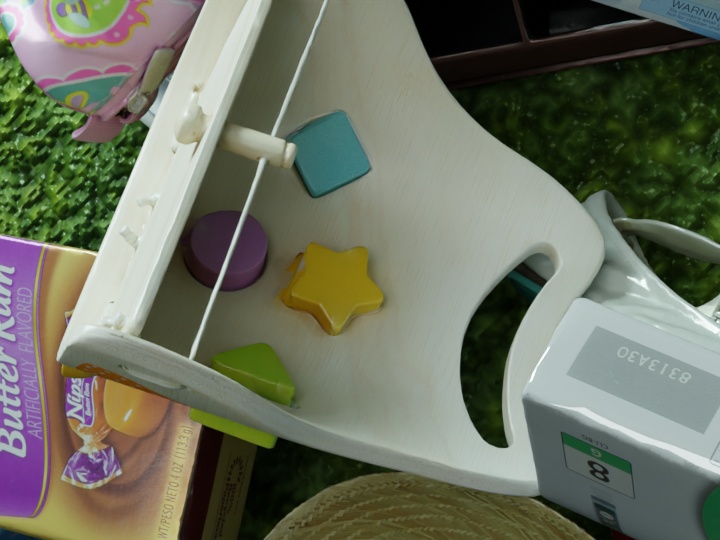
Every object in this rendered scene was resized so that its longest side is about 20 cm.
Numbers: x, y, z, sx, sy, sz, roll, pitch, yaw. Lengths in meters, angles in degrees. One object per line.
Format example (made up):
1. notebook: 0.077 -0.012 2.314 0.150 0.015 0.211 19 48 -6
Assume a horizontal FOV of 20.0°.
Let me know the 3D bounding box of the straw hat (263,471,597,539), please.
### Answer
1. straw hat: 0.050 0.156 0.804 0.201 0.085 0.201 8 111 22

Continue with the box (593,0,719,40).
1. box: 0.125 -0.146 0.708 0.200 0.137 0.038 16 49 -3

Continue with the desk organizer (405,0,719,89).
1. desk organizer: 0.094 -0.129 0.834 0.200 0.077 0.072 -8 79 21

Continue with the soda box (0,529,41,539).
1. soda box: -0.117 0.064 0.897 0.200 0.068 0.064 -35 70 14

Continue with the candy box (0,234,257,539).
1. candy box: -0.139 0.046 0.842 0.200 0.056 0.117 10 86 25

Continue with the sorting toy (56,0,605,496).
1. sorting toy: 0.000 0.000 0.745 0.180 0.107 0.200 24 56 -8

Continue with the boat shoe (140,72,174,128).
1. boat shoe: -0.057 -0.070 0.894 0.200 0.065 0.074 26 92 24

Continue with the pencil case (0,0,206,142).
1. pencil case: -0.058 -0.138 0.805 0.200 0.087 0.088 -40 69 26

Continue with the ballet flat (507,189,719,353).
1. ballet flat: 0.136 0.026 0.783 0.200 0.069 0.069 40 98 42

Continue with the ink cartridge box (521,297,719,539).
1. ink cartridge box: 0.143 0.104 0.712 0.161 0.200 0.050 23 62 24
